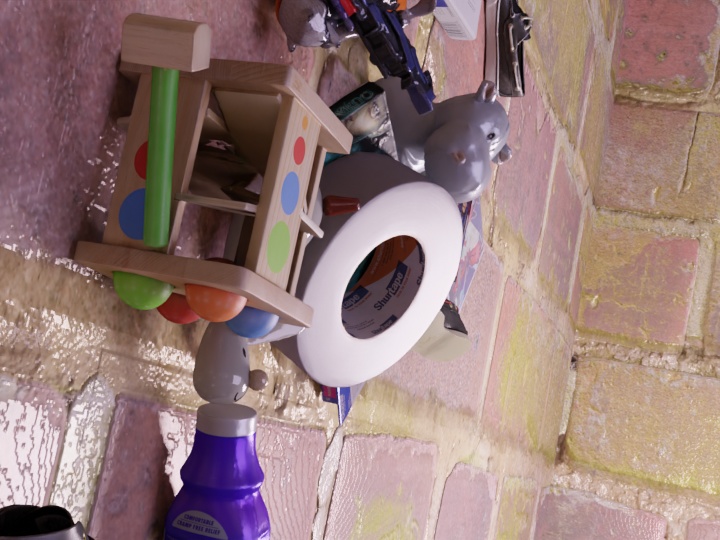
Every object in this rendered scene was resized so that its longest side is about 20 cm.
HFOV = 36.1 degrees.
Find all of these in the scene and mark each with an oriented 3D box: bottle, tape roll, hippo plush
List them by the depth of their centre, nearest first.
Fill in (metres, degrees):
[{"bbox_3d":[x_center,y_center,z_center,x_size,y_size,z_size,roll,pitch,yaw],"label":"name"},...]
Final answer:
[{"bbox_3d":[-0.110,0.206,0.851,0.065,0.082,0.204,-15,112,-68],"label":"bottle"},{"bbox_3d":[0.000,0.000,0.977,0.199,0.066,0.203,-30,137,-32],"label":"tape roll"},{"bbox_3d":[0.073,-0.121,1.126,0.161,0.158,0.202,75,30,-47],"label":"hippo plush"}]

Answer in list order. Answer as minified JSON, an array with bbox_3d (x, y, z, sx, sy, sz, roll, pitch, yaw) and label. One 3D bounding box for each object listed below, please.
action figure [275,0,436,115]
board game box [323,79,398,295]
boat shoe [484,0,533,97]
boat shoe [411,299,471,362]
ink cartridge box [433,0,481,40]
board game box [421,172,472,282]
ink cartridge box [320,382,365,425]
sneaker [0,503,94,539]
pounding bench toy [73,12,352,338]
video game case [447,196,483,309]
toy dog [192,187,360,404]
[{"bbox_3d":[-0.006,-0.220,0.950,0.202,0.104,0.193,62,35,-10],"label":"action figure"},{"bbox_3d":[-0.018,-0.056,0.996,0.135,0.028,0.202,-38,142,-18],"label":"board game box"},{"bbox_3d":[0.217,-0.349,1.590,0.071,0.063,0.203,-51,144,-55],"label":"boat shoe"},{"bbox_3d":[0.075,0.059,1.362,0.201,0.073,0.064,31,32,-59],"label":"boat shoe"},{"bbox_3d":[0.112,-0.402,1.305,0.196,0.043,0.204,25,72,-69],"label":"ink cartridge box"},{"bbox_3d":[0.077,-0.065,1.312,0.200,0.061,0.203,47,55,-66],"label":"board game box"},{"bbox_3d":[-0.004,0.053,1.158,0.201,0.041,0.121,-59,151,-52],"label":"ink cartridge box"},{"bbox_3d":[-0.169,0.195,0.687,0.200,0.074,0.108,5,95,-70],"label":"sneaker"},{"bbox_3d":[-0.106,-0.051,0.700,0.200,0.122,0.159,38,62,-68],"label":"pounding bench toy"},{"bbox_3d":[0.134,-0.031,1.544,0.184,0.023,0.201,80,26,-42],"label":"video game case"},{"bbox_3d":[-0.059,0.001,0.839,0.132,0.095,0.204,-43,144,-84],"label":"toy dog"}]
